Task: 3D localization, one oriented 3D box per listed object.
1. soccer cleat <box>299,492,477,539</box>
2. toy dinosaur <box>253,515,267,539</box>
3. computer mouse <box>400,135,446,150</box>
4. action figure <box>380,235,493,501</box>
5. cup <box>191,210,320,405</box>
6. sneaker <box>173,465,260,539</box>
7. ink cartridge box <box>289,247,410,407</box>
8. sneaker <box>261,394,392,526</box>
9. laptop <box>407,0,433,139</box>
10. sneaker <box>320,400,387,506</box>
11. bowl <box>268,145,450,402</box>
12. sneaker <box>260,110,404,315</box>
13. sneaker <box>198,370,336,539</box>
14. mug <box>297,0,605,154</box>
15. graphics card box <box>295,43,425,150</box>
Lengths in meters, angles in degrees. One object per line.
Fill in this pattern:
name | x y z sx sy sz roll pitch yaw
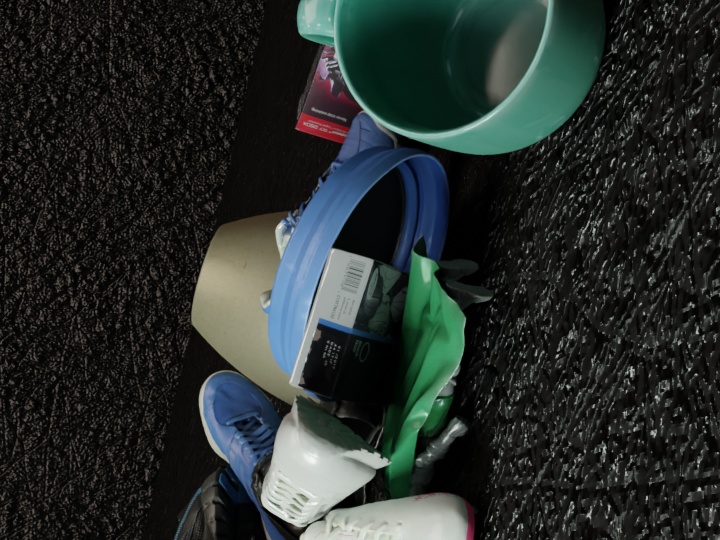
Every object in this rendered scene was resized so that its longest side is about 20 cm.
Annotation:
soccer cleat | 0.010 0.188 0.808 0.200 0.086 0.070 131 152 -63
toy dinosaur | -0.096 0.266 1.156 0.182 0.105 0.201 -98 27 -57
computer mouse | 0.085 -0.140 0.949 0.139 0.053 0.200 -61 8 8
action figure | 0.045 0.092 0.843 0.118 0.054 0.201 -103 23 -62
cup | -0.080 0.025 1.172 0.200 0.143 0.201 16 -90 -89
sneaker | -0.134 0.278 1.106 0.082 0.073 0.200 -40 29 27
ink cartridge box | 0.019 0.049 0.894 0.200 0.039 0.100 18 -92 -66
sneaker | -0.032 0.138 0.830 0.081 0.076 0.200 -50 -10 -8
laptop | 0.088 -0.202 0.922 0.177 0.103 0.201 -102 19 -77
sneaker | 0.001 0.098 1.031 0.104 0.060 0.201 -103 25 -68
bowl | 0.000 0.000 0.915 0.201 0.039 0.201 -45 -32 -38
sneaker | -0.021 -0.039 0.999 0.076 0.077 0.201 10 82 59
sneaker | -0.080 0.166 1.101 0.200 0.076 0.111 64 155 17
mug | 0.067 -0.160 0.773 0.185 0.114 0.152 48 112 27
graphics card box | 0.028 -0.200 1.093 0.051 0.125 0.200 -88 18 -55
